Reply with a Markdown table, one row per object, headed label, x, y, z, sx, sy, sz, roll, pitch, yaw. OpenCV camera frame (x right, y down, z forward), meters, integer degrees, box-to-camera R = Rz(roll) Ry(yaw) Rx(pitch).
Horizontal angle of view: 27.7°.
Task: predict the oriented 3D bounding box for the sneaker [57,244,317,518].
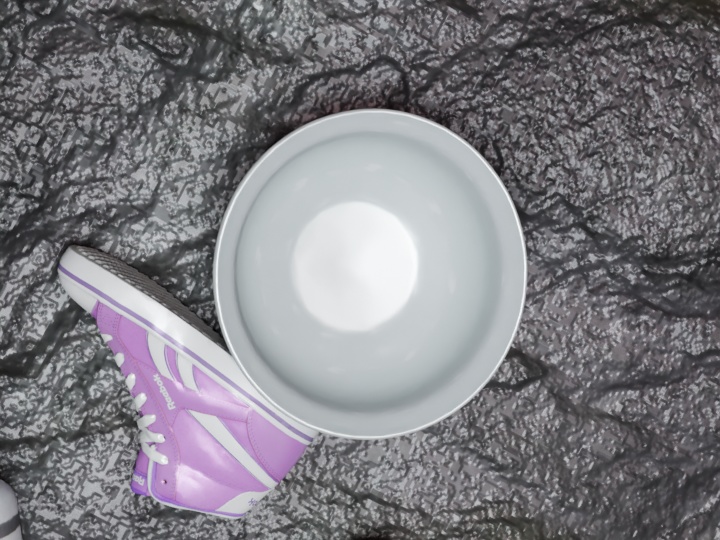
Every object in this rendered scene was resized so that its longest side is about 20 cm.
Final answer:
| label | x | y | z | sx | sy | sz | roll | pitch | yaw |
| --- | --- | --- | --- | --- | --- | --- | --- | --- | --- |
| sneaker | -0.132 | 0.080 | 0.924 | 0.200 | 0.073 | 0.115 | 40 | 93 | -8 |

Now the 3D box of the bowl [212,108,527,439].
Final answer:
| label | x | y | z | sx | sy | sz | roll | pitch | yaw |
| --- | --- | --- | --- | --- | --- | --- | --- | --- | --- |
| bowl | 0.000 | 0.000 | 0.931 | 0.199 | 0.090 | 0.204 | -1 | 94 | -11 |

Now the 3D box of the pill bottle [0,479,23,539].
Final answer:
| label | x | y | z | sx | sy | sz | roll | pitch | yaw |
| --- | --- | --- | --- | --- | --- | --- | --- | --- | --- |
| pill bottle | -0.258 | 0.191 | 0.885 | 0.112 | 0.113 | 0.202 | -8 | 95 | -10 |
